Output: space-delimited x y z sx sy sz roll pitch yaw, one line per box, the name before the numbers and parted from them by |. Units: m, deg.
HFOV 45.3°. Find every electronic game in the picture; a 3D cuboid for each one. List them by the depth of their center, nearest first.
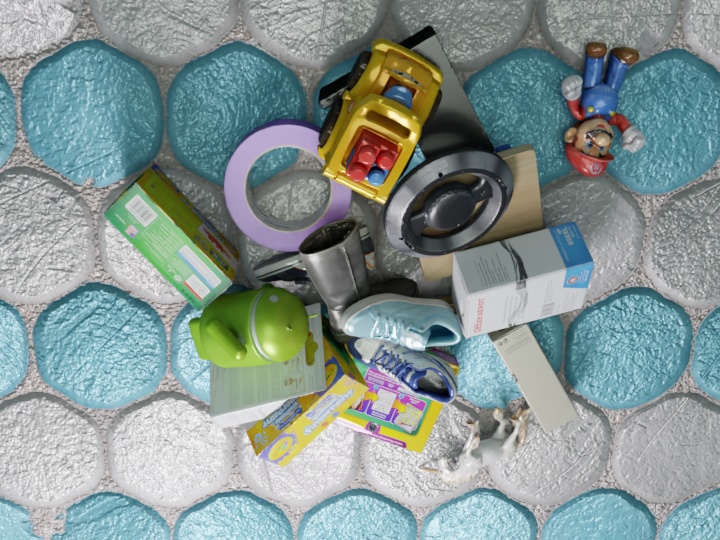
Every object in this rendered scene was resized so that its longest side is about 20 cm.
electronic game | 0.127 -0.094 1.236 0.199 0.042 0.201 -15 140 -13

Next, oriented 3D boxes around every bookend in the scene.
bookend | 0.071 -0.233 1.324 0.198 0.092 0.201 -28 111 11

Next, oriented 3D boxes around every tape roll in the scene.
tape roll | -0.113 -0.134 1.361 0.199 0.066 0.201 -1 109 -2

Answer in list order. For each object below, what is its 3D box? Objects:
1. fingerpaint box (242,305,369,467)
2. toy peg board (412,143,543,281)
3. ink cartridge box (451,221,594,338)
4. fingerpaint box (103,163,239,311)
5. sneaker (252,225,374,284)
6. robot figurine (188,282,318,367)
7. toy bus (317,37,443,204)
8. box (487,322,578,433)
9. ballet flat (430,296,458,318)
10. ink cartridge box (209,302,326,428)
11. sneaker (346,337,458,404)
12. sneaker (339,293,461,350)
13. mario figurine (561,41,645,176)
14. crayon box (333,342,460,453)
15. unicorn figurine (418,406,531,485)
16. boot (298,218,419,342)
fingerpaint box | -0.106 0.188 1.407 0.200 0.167 0.073 -44 137 11
toy peg board | 0.167 -0.109 1.333 0.199 0.098 0.200 -17 134 1
ink cartridge box | 0.247 0.017 1.349 0.199 0.084 0.145 -15 150 -3
fingerpaint box | -0.283 -0.053 1.318 0.073 0.167 0.200 -40 106 8
sneaker | -0.071 -0.004 1.397 0.199 0.078 0.080 -19 102 2
robot figurine | -0.166 0.088 1.328 0.199 0.175 0.116 -8 102 30
toy bus | 0.027 -0.196 1.185 0.135 0.192 0.201 26 112 -10
box | 0.290 0.170 1.467 0.068 0.082 0.201 -30 105 6
ballet flat | 0.158 0.075 1.440 0.199 0.063 0.069 -16 111 3
ink cartridge box | -0.147 0.152 1.391 0.199 0.163 0.057 -12 146 9
sneaker | 0.072 0.149 1.390 0.199 0.088 0.076 24 100 -7
sneaker | 0.069 0.086 1.338 0.199 0.082 0.074 -3 124 -21
mario figurine | 0.374 -0.243 1.323 0.123 0.106 0.201 13 101 29
crayon box | 0.044 0.197 1.476 0.199 0.058 0.173 21 102 -8
unicorn figurine | 0.208 0.312 1.505 0.199 0.074 0.138 -7 127 -9
boot | 0.002 0.000 1.344 0.181 0.072 0.201 -32 127 -22
